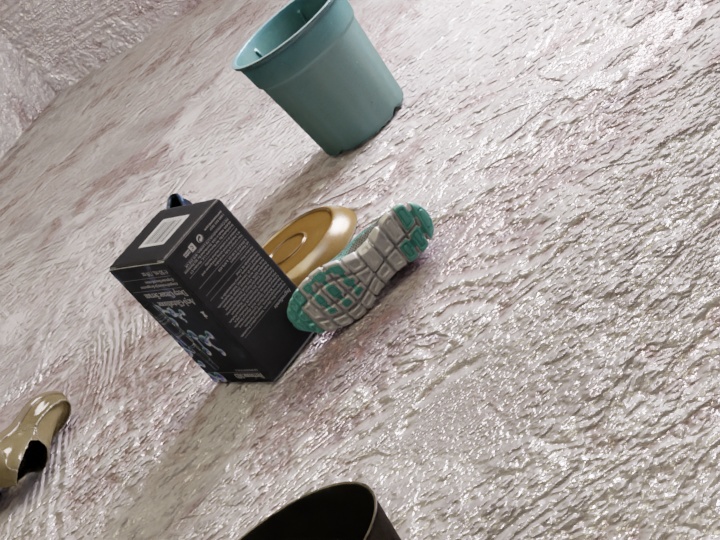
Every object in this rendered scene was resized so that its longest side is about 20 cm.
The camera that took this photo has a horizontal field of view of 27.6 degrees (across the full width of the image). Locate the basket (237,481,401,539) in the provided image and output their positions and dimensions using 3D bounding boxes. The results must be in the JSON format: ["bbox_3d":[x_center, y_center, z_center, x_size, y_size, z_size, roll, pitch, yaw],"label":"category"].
[{"bbox_3d":[-0.003,0.268,0.970,0.180,0.200,0.136,-36,21,7],"label":"basket"}]

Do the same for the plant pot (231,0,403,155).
[{"bbox_3d":[-0.050,-0.288,2.154,0.200,0.196,0.200,-35,21,16],"label":"plant pot"}]

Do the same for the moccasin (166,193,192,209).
[{"bbox_3d":[-0.291,-0.059,2.283,0.080,0.068,0.200,-37,22,8],"label":"moccasin"}]

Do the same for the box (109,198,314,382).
[{"bbox_3d":[-0.170,0.027,1.726,0.107,0.200,0.148,-52,23,-26],"label":"box"}]

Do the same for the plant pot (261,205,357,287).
[{"bbox_3d":[-0.091,-0.021,1.930,0.200,0.028,0.200,-33,22,15],"label":"plant pot"}]

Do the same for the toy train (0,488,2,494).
[{"bbox_3d":[-0.557,0.324,1.962,0.200,0.087,0.114,-43,30,-13],"label":"toy train"}]

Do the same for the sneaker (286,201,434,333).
[{"bbox_3d":[0.000,0.000,1.701,0.200,0.078,0.091,-37,5,-2],"label":"sneaker"}]

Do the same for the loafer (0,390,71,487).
[{"bbox_3d":[-0.441,0.233,1.964,0.200,0.067,0.076,-50,-22,-53],"label":"loafer"}]
